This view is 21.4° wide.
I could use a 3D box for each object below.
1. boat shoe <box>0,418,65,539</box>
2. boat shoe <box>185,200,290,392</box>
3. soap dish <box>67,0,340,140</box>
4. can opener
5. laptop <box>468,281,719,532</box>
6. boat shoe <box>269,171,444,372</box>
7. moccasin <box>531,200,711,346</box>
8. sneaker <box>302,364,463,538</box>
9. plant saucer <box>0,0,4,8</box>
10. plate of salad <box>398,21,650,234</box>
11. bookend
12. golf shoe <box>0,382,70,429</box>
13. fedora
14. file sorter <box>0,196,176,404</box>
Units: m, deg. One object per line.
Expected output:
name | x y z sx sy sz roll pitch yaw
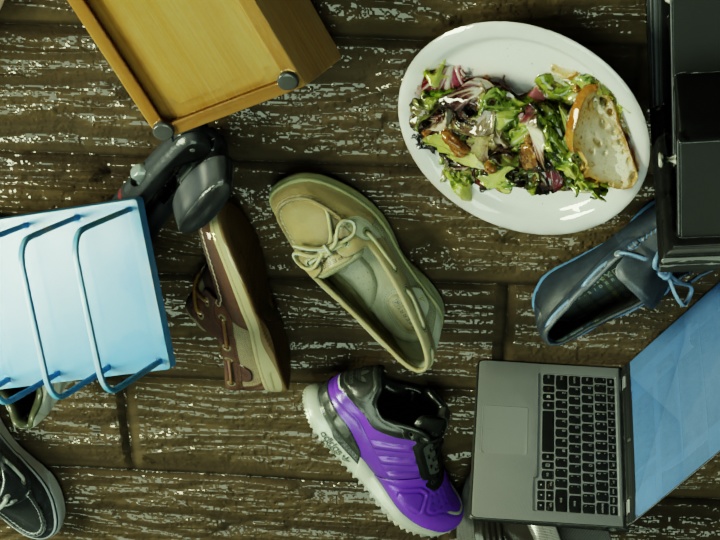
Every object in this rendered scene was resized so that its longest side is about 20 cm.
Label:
boat shoe | -0.337 0.188 1.748 0.072 0.068 0.200 -13 127 16
boat shoe | -0.113 0.028 1.593 0.072 0.072 0.200 -7 134 10
soap dish | -0.128 -0.197 1.400 0.157 0.081 0.200 -18 126 20
can opener | -0.171 -0.054 1.537 0.063 0.079 0.200 29 136 -27
laptop | 0.193 0.104 1.544 0.199 0.187 0.116 4 129 4
boat shoe | -0.002 0.002 1.561 0.073 0.063 0.201 -25 123 24
moccasin | 0.228 0.005 1.536 0.080 0.068 0.200 38 123 -23
sneaker | 0.046 0.156 1.679 0.099 0.070 0.200 -30 121 24
plant saucer | -0.355 -0.246 1.414 0.200 0.037 0.201 3 129 4
plate of salad | 0.120 -0.100 1.452 0.200 0.048 0.200 14 135 14
bookend | 0.248 -0.137 1.332 0.092 0.200 0.199 -2 130 8
golf shoe | -0.301 0.045 1.610 0.078 0.097 0.200 -13 125 19
fedora | 0.164 0.245 1.707 0.090 0.177 0.200 -16 142 -20
file sorter | -0.269 0.033 1.494 0.199 0.123 0.139 -8 100 18
